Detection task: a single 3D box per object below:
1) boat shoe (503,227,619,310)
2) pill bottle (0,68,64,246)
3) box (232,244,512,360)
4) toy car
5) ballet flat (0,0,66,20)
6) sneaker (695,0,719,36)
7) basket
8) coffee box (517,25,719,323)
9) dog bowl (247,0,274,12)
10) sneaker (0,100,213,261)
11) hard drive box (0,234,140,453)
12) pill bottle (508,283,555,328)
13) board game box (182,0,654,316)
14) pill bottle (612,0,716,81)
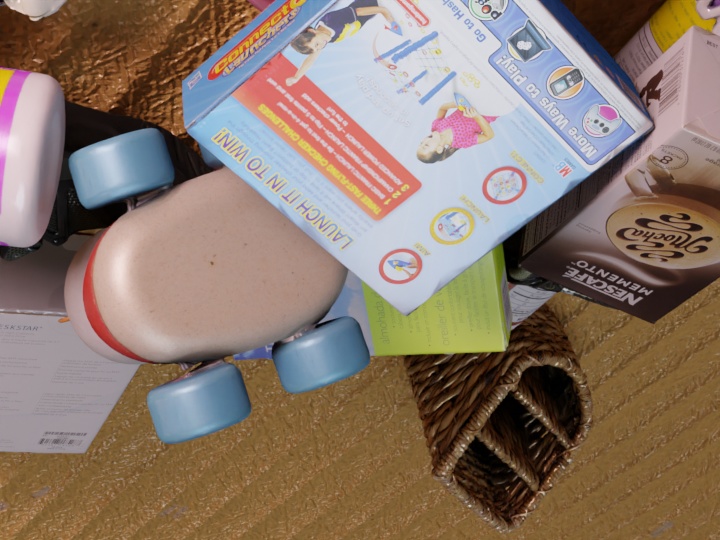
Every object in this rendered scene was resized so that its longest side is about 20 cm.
[{"bbox_3d":[0.124,-0.017,1.160,0.200,0.066,0.072,28,128,0],"label":"boat shoe"},{"bbox_3d":[-0.284,-0.079,0.971,0.198,0.105,0.105,9,145,-3],"label":"pill bottle"},{"bbox_3d":[0.000,0.000,1.132,0.199,0.048,0.123,-3,120,13],"label":"box"},{"bbox_3d":[-0.120,0.005,1.066,0.176,0.186,0.200,-20,-177,-31],"label":"toy car"},{"bbox_3d":[-0.213,-0.170,0.940,0.199,0.073,0.073,-12,148,-7],"label":"ballet flat"},{"bbox_3d":[0.243,-0.197,1.022,0.088,0.201,0.081,-34,-173,21],"label":"sneaker"},{"bbox_3d":[0.143,0.132,1.487,0.142,0.150,0.200,-24,146,13],"label":"basket"},{"bbox_3d":[0.198,-0.054,1.031,0.112,0.080,0.200,21,149,-15],"label":"coffee box"},{"bbox_3d":[-0.004,-0.220,0.934,0.199,0.074,0.201,-9,141,-7],"label":"dog bowl"},{"bbox_3d":[-0.191,-0.053,1.126,0.199,0.077,0.114,15,138,-35],"label":"sneaker"},{"bbox_3d":[-0.258,0.060,1.262,0.155,0.077,0.200,5,143,-30],"label":"hard drive box"},{"bbox_3d":[0.114,-0.022,1.273,0.112,0.113,0.200,12,138,-38],"label":"pill bottle"},{"bbox_3d":[0.033,-0.097,0.946,0.195,0.056,0.200,-37,124,19],"label":"board game box"},{"bbox_3d":[0.231,-0.132,1.146,0.104,0.105,0.200,15,129,-40],"label":"pill bottle"}]
